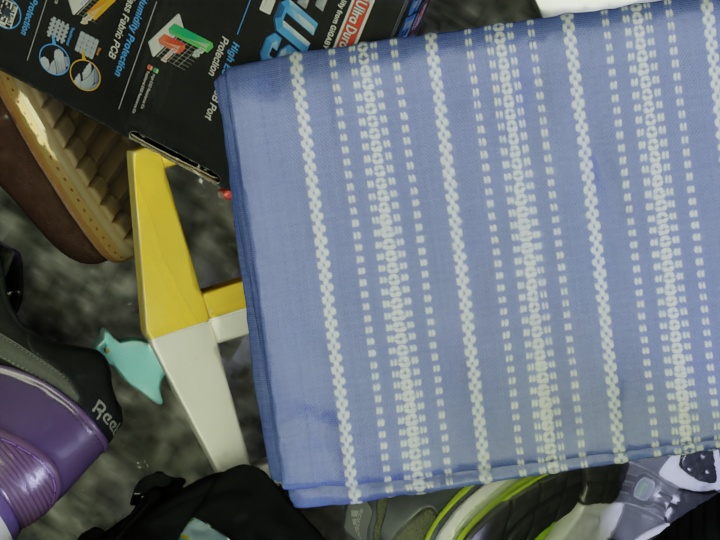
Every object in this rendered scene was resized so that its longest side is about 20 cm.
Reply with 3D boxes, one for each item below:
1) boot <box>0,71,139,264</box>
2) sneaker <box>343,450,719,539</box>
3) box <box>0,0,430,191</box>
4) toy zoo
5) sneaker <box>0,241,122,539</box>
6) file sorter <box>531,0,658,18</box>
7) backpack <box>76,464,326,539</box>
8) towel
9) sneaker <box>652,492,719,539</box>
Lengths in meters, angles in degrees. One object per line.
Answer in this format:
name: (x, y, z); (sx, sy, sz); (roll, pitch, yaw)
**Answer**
boot: (-0.186, -0.058, 1.018); (0.166, 0.072, 0.200); (-32, 95, 22)
sneaker: (0.077, 0.056, 0.950); (0.081, 0.200, 0.074); (24, 125, 39)
box: (-0.062, -0.141, 0.885); (0.198, 0.050, 0.200); (26, 122, 6)
toy zoo: (0.000, 0.000, 0.985); (0.199, 0.020, 0.132); (-16, 96, -10)
sneaker: (-0.167, 0.014, 0.982); (0.200, 0.076, 0.088); (41, 71, 19)
file sorter: (0.134, -0.102, 0.923); (0.138, 0.125, 0.200); (-25, 95, -1)
backpack: (-0.093, 0.187, 0.941); (0.154, 0.200, 0.163); (50, 139, -1)
towel: (0.059, -0.007, 0.868); (0.199, 0.024, 0.145); (-8, 97, 6)
sneaker: (0.099, 0.151, 0.881); (0.088, 0.074, 0.200); (37, 109, 0)
